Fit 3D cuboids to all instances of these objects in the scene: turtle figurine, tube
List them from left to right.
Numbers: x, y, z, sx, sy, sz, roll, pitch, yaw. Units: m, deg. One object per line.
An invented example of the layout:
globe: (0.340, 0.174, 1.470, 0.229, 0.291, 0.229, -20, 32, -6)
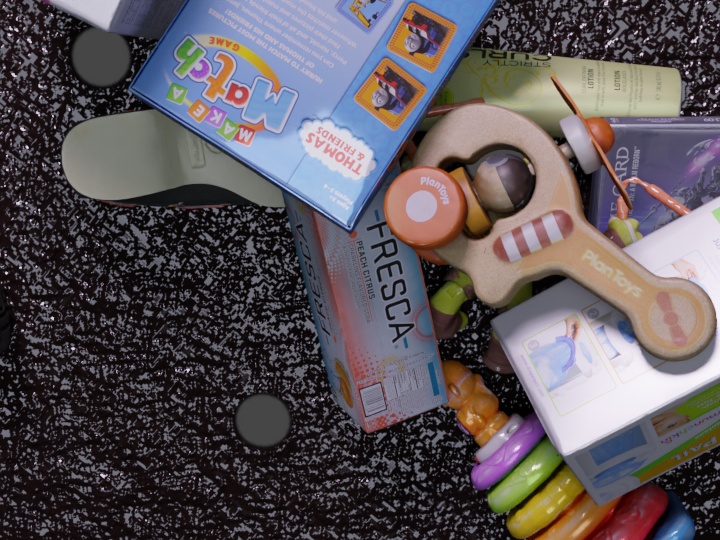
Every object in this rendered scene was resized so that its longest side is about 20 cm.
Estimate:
tube: (0.106, -0.115, 0.775, 0.200, 0.058, 0.052, 6, 111, 2)
turtle figurine: (0.105, -0.011, 0.757, 0.200, 0.064, 0.161, 18, 123, 3)

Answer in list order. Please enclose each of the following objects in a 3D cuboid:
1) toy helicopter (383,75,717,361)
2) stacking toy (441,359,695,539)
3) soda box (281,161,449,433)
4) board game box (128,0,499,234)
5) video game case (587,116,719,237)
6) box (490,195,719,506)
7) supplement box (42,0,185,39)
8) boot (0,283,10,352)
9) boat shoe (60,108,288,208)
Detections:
toy helicopter: (0.120, -0.026, 0.672, 0.200, 0.079, 0.132, 37, 92, 16)
stacking toy: (0.119, 0.137, 0.806, 0.200, 0.116, 0.110, 45, 96, 6)
soda box: (0.000, 0.000, 0.767, 0.064, 0.068, 0.200, -19, 112, -17)
board game box: (-0.015, -0.145, 0.681, 0.151, 0.037, 0.200, 33, 87, 2)
video game case: (0.251, -0.034, 0.777, 0.200, 0.019, 0.143, 1, 122, 3)
box: (0.200, 0.042, 0.716, 0.200, 0.113, 0.101, -29, 57, 8)
supplement box: (-0.148, -0.202, 0.693, 0.101, 0.200, 0.103, 27, 100, -3)
boot: (-0.360, 0.013, 0.807, 0.200, 0.073, 0.182, -26, 85, 0)
boat shoe: (-0.096, -0.078, 0.785, 0.201, 0.063, 0.074, -3, 96, -12)
